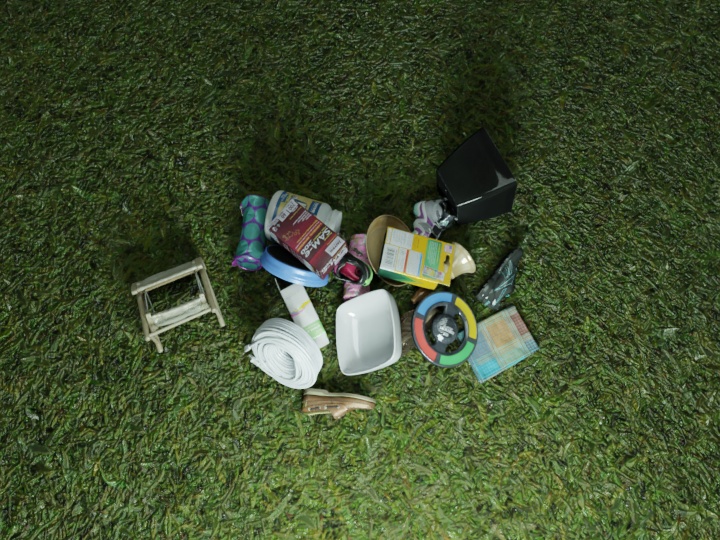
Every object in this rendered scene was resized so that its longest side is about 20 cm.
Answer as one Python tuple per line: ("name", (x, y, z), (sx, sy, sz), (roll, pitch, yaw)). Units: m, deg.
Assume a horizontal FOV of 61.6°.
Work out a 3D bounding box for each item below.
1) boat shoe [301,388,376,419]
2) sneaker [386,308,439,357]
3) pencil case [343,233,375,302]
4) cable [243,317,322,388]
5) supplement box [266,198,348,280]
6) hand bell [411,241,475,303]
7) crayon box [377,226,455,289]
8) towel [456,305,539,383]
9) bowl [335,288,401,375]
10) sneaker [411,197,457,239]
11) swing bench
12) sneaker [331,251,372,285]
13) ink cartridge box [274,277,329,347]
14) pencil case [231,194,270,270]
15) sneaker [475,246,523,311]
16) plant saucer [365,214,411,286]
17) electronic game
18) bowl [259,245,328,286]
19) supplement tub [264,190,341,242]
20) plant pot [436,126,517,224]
("boat shoe", (-0.056, 0.353, 1.565), (0.193, 0.072, 0.070), (4, 71, 10))
("sneaker", (0.129, 0.161, 1.656), (0.199, 0.071, 0.075), (-40, 57, -21))
("pencil case", (0.000, 0.000, 1.699), (0.083, 0.083, 0.206), (8, 67, 2))
("cable", (-0.188, 0.214, 1.547), (0.199, 0.200, 0.070), (42, 47, -3))
("supplement box", (-0.139, -0.083, 1.578), (0.198, 0.061, 0.109), (37, 76, 18))
("hand bell", (0.218, 0.024, 1.691), (0.199, 0.105, 0.104), (-40, 73, -12))
("crayon box", (0.152, -0.029, 1.644), (0.194, 0.052, 0.129), (14, 65, -2))
("towel", (0.377, 0.198, 1.663), (0.195, 0.022, 0.149), (-25, 71, -11))
("bowl", (0.030, 0.170, 1.599), (0.196, 0.074, 0.206), (-22, 62, 35))
("sneaker", (0.217, -0.120, 1.725), (0.137, 0.077, 0.207), (-13, 64, 34))
("swing bench", (-0.495, 0.078, 1.627), (0.194, 0.131, 0.204), (-22, 69, -10))
("sneaker", (-0.057, -0.024, 1.613), (0.196, 0.084, 0.079), (26, 101, 13))
("ink cartridge box", (-0.158, 0.108, 1.630), (0.066, 0.118, 0.204), (-26, 71, -7))
("pencil case", (-0.312, -0.108, 1.733), (0.089, 0.086, 0.206), (3, 68, 0))
("sneaker", (0.408, 0.023, 1.717), (0.079, 0.075, 0.201), (39, 79, 2))
("plant saucer", (0.082, -0.053, 1.707), (0.196, 0.035, 0.207), (13, 70, -37))
("electronic game", (0.226, 0.156, 1.616), (0.193, 0.042, 0.207), (5, 75, -18))
("bowl", (-0.176, -0.016, 1.646), (0.195, 0.201, 0.040), (23, 105, 7))
("supplement tub", (-0.161, -0.133, 1.714), (0.194, 0.146, 0.149), (16, 67, 5))
("plant pot", (0.326, -0.252, 1.761), (0.174, 0.201, 0.203), (-27, 70, -2))
